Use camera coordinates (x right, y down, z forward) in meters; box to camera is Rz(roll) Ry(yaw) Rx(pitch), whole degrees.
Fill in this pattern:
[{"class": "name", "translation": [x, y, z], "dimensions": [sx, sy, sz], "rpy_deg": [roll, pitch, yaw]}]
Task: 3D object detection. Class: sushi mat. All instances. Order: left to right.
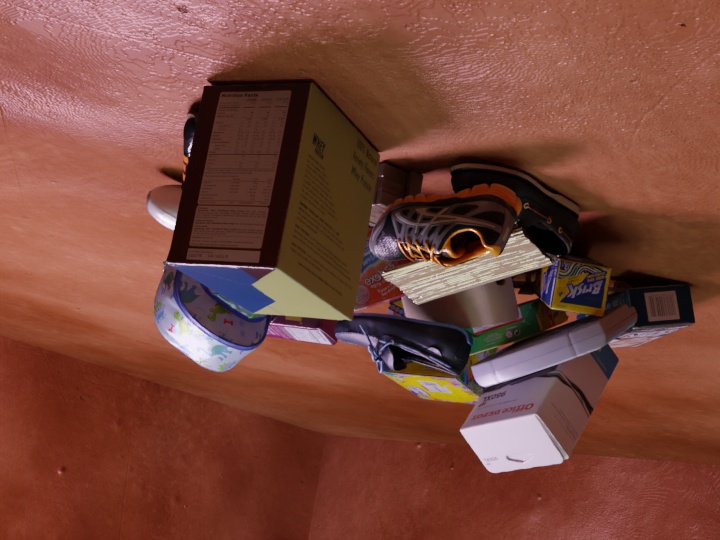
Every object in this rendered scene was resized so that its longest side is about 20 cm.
[{"class": "sushi mat", "translation": [0.130, -0.002, 1.395], "dimensions": [0.198, 0.012, 0.095], "rpy_deg": [-18, 148, 29]}]

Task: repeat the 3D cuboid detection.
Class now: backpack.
[{"class": "backpack", "translation": [-0.197, 0.026, 1.642], "dimensions": [0.182, 0.201, 0.147], "rpy_deg": [35, 136, -21]}]

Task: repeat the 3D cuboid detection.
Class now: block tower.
[{"class": "block tower", "translation": [-0.007, -0.086, 1.425], "dimensions": [0.057, 0.055, 0.199], "rpy_deg": [19, 162, -34]}]

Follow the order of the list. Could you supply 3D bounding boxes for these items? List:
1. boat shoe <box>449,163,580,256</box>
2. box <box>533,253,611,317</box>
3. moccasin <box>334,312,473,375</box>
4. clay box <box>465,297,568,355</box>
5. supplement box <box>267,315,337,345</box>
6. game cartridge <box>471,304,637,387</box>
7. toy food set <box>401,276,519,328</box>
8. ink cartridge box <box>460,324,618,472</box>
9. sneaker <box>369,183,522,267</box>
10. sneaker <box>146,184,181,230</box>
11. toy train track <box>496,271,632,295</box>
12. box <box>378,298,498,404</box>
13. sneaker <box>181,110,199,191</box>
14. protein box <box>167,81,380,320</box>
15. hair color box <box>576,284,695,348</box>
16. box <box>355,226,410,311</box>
[{"class": "boat shoe", "translation": [0.183, -0.072, 1.340], "dimensions": [0.200, 0.064, 0.073], "rpy_deg": [23, 162, -35]}, {"class": "box", "translation": [0.272, 0.014, 1.477], "dimensions": [0.069, 0.065, 0.200], "rpy_deg": [9, -176, 2]}, {"class": "moccasin", "translation": [0.048, 0.099, 1.503], "dimensions": [0.198, 0.069, 0.080], "rpy_deg": [4, 163, 33]}, {"class": "clay box", "translation": [0.220, 0.073, 1.604], "dimensions": [0.114, 0.048, 0.200], "rpy_deg": [-20, 177, 21]}, {"class": "supplement box", "translation": [-0.132, 0.035, 1.817], "dimensions": [0.197, 0.133, 0.103], "rpy_deg": [5, 165, 15]}, {"class": "game cartridge", "translation": [0.246, 0.098, 1.465], "dimensions": [0.199, 0.041, 0.133], "rpy_deg": [-24, 173, 36]}, {"class": "toy food set", "translation": [0.120, 0.002, 1.522], "dimensions": [0.060, 0.145, 0.199], "rpy_deg": [-16, -176, -38]}, {"class": "ink cartridge box", "translation": [0.246, 0.172, 1.561], "dimensions": [0.144, 0.200, 0.085], "rpy_deg": [-22, 112, 46]}, {"class": "sneaker", "translation": [0.088, -0.040, 1.302], "dimensions": [0.198, 0.078, 0.078], "rpy_deg": [-16, 137, 38]}, {"class": "sneaker", "translation": [-0.190, -0.088, 1.546], "dimensions": [0.198, 0.071, 0.080], "rpy_deg": [11, 151, -14]}, {"class": "toy train track", "translation": [0.295, 0.013, 1.645], "dimensions": [0.197, 0.033, 0.115], "rpy_deg": [4, 169, -9]}, {"class": "box", "translation": [0.128, 0.083, 1.697], "dimensions": [0.121, 0.195, 0.200], "rpy_deg": [4, 164, 23]}, {"class": "sneaker", "translation": [-0.179, -0.118, 1.350], "dimensions": [0.069, 0.091, 0.200], "rpy_deg": [11, 166, -4]}, {"class": "protein box", "translation": [-0.088, -0.071, 1.242], "dimensions": [0.133, 0.203, 0.198], "rpy_deg": [3, 164, 24]}, {"class": "hair color box", "translation": [0.404, 0.073, 1.689], "dimensions": [0.099, 0.061, 0.200], "rpy_deg": [-4, 168, -11]}, {"class": "box", "translation": [0.000, 0.000, 1.553], "dimensions": [0.094, 0.101, 0.200], "rpy_deg": [-17, 179, -13]}]
